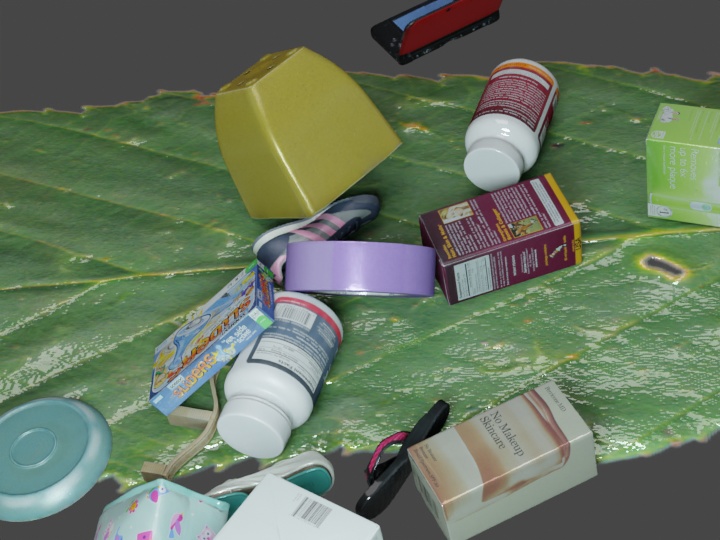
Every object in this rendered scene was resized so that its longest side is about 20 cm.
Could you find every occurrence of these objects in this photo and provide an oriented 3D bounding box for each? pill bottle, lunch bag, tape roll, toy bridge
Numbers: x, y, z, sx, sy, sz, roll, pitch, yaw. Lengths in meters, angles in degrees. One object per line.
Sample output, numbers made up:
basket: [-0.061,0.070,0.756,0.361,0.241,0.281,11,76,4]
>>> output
pill bottle: [0.221,-0.214,2.008,0.113,0.113,0.200,7,48,20]
lunch bag: [-0.251,0.346,1.536,0.200,0.122,0.171,-27,47,44]
pill bottle: [-0.107,0.136,1.735,0.119,0.120,0.200,7,48,20]
tape roll: [0.000,0.000,1.792,0.200,0.200,0.066,2,87,16]
toy bridge: [-0.220,0.194,1.770,0.067,0.027,0.200,7,48,17]

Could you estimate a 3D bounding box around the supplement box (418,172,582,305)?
supplement box: [0.193,-0.044,1.864,0.200,0.086,0.110,-18,45,-5]

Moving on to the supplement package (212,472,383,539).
supplement package: [-0.064,0.355,1.448,0.152,0.200,0.151,20,53,30]

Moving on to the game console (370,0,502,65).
game console: [0.129,-0.441,2.253,0.200,0.119,0.172,-27,46,-13]

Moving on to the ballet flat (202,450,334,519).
ballet flat: [-0.127,0.273,1.649,0.200,0.070,0.069,-21,44,-1]

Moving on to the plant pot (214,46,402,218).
plant pot: [-0.099,-0.213,1.976,0.195,0.200,0.194,-40,21,-25]

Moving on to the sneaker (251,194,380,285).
sneaker: [-0.052,-0.040,1.947,0.200,0.070,0.082,-25,62,-7]

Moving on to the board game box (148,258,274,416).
board game box: [-0.195,0.086,1.774,0.200,0.034,0.135,-41,23,15]

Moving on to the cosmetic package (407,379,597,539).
cosmetic package: [0.169,0.227,1.600,0.200,0.087,0.103,-25,44,-11]

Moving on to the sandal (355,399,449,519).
sandal: [0.043,0.227,1.641,0.045,0.075,0.200,29,49,16]

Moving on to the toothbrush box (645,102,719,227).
toothbrush box: [0.498,-0.138,1.841,0.200,0.146,0.086,10,48,21]

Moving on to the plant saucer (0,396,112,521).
plant saucer: [-0.428,0.240,1.777,0.200,0.027,0.200,-7,45,7]
